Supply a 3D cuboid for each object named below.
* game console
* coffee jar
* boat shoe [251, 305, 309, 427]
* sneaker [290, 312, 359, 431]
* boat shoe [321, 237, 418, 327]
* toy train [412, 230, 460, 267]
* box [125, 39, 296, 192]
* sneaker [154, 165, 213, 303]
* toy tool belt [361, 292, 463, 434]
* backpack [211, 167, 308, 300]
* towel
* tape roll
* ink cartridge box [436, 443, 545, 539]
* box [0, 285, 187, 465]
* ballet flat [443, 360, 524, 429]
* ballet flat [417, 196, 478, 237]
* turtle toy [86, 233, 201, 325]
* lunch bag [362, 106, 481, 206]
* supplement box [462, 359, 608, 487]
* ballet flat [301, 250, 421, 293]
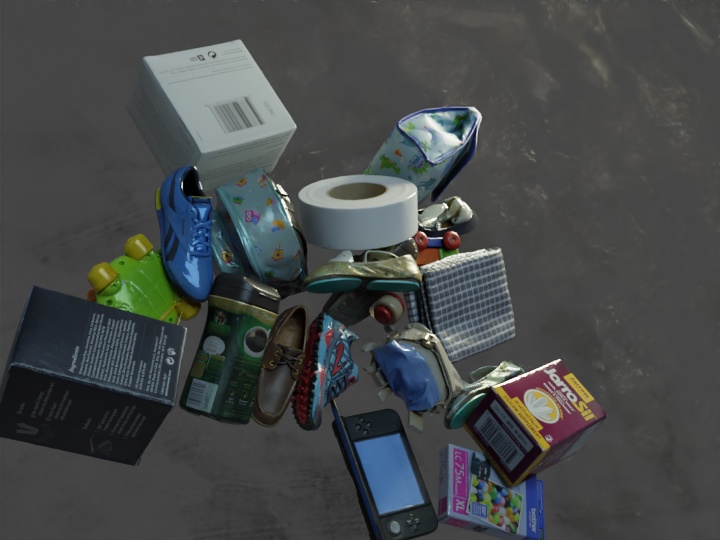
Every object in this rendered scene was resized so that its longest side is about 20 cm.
[{"bbox_3d":[0.037,0.286,1.370,0.169,0.118,0.202,-5,63,-33],"label":"game console"},{"bbox_3d":[-0.180,0.108,1.319,0.104,0.084,0.203,26,77,-57],"label":"coffee jar"},{"bbox_3d":[-0.120,0.136,1.412,0.071,0.068,0.202,25,50,-14],"label":"boat shoe"},{"bbox_3d":[-0.043,0.158,1.437,0.095,0.079,0.202,24,50,-17],"label":"sneaker"},{"bbox_3d":[0.008,0.014,1.553,0.200,0.075,0.073,-42,42,-16],"label":"boat shoe"},{"bbox_3d":[0.088,-0.001,1.629,0.198,0.084,0.117,-1,74,-31],"label":"toy train"},{"bbox_3d":[-0.248,-0.252,1.558,0.198,0.131,0.201,-22,71,-38],"label":"box"},{"bbox_3d":[-0.240,-0.056,1.338,0.065,0.078,0.202,8,58,-45],"label":"sneaker"},{"bbox_3d":[0.065,0.144,1.474,0.201,0.124,0.123,55,47,-5],"label":"toy tool belt"},{"bbox_3d":[-0.162,-0.049,1.425,0.152,0.201,0.177,-21,70,-16],"label":"backpack"},{"bbox_3d":[0.171,0.060,1.577,0.198,0.085,0.168,-18,101,-38],"label":"towel"},{"bbox_3d":[-0.003,-0.099,1.563,0.199,0.072,0.203,-4,21,1],"label":"tape roll"},{"bbox_3d":[0.215,0.356,1.482,0.198,0.042,0.121,21,51,-20],"label":"ink cartridge box"},{"bbox_3d":[-0.345,0.139,1.190,0.198,0.197,0.119,17,51,-19],"label":"box"},{"bbox_3d":[0.191,0.202,1.564,0.199,0.074,0.075,-18,70,-40],"label":"ballet flat"},{"bbox_3d":[0.155,-0.097,1.732,0.198,0.073,0.074,-15,68,-37],"label":"ballet flat"},{"bbox_3d":[-0.307,0.030,1.350,0.146,0.101,0.200,51,45,-9],"label":"turtle toy"},{"bbox_3d":[0.122,-0.207,1.720,0.128,0.170,0.199,48,47,8],"label":"lunch bag"},{"bbox_3d":[0.284,0.243,1.525,0.199,0.104,0.131,-14,55,-46],"label":"supplement box"},{"bbox_3d":[0.000,0.000,1.470,0.197,0.071,0.071,0,59,-20],"label":"ballet flat"}]
